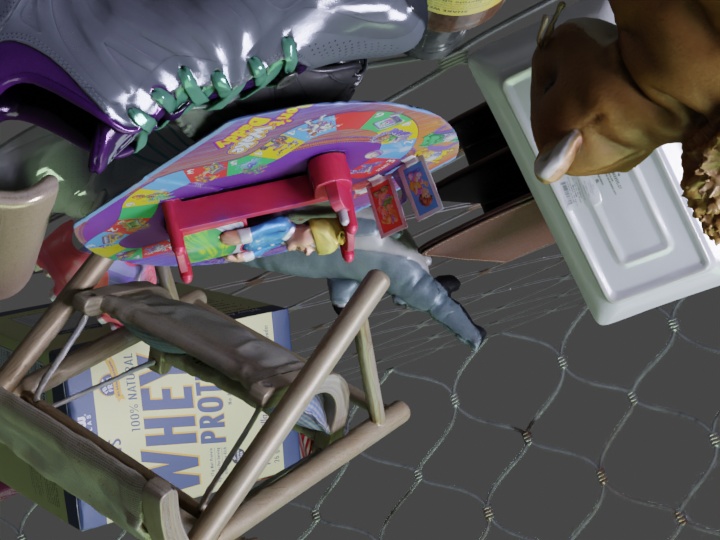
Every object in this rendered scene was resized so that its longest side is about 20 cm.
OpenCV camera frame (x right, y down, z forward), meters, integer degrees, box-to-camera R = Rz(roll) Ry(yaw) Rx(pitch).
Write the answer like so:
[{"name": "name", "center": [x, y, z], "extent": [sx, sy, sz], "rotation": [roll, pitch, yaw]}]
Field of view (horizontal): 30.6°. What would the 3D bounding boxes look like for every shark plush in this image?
[{"name": "shark plush", "center": [0.000, 0.000, 0.954], "extent": [0.084, 0.199, 0.091], "rotation": [-59, -179, -2]}]

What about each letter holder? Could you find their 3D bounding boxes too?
[{"name": "letter holder", "center": [0.135, -0.086, 0.912], "extent": [0.199, 0.101, 0.142], "rotation": [-24, 167, 33]}]

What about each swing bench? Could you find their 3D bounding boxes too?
[{"name": "swing bench", "center": [-0.110, 0.070, 0.789], "extent": [0.200, 0.198, 0.130], "rotation": [-43, 142, -30]}]

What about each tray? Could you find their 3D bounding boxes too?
[{"name": "tray", "center": [0.152, -0.062, 0.806], "extent": [0.107, 0.201, 0.022], "rotation": [-22, -164, 26]}]

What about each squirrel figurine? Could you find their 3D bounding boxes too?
[{"name": "squirrel figurine", "center": [0.175, -0.088, 0.652], "extent": [0.187, 0.200, 0.141], "rotation": [-39, 167, 33]}]

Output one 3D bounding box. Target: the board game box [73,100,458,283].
[{"name": "board game box", "center": [-0.044, -0.023, 0.663], "extent": [0.200, 0.039, 0.158], "rotation": [-28, 160, 37]}]

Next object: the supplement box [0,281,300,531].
[{"name": "supplement box", "center": [-0.187, 0.099, 1.071], "extent": [0.199, 0.135, 0.199], "rotation": [-12, -167, -34]}]

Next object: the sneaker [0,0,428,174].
[{"name": "sneaker", "center": [-0.070, -0.075, 0.503], "extent": [0.199, 0.088, 0.074], "rotation": [0, 165, -13]}]

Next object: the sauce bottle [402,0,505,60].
[{"name": "sauce bottle", "center": [0.039, -0.136, 0.540], "extent": [0.064, 0.065, 0.200], "rotation": [-16, 171, -9]}]

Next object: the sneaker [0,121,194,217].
[{"name": "sneaker", "center": [-0.114, -0.049, 0.724], "extent": [0.199, 0.081, 0.070], "rotation": [-12, 171, -26]}]

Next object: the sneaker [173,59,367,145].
[{"name": "sneaker", "center": [-0.032, -0.093, 0.651], "extent": [0.090, 0.076, 0.200], "rotation": [-26, 171, 11]}]

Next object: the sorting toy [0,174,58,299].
[{"name": "sorting toy", "center": [-0.261, -0.021, 0.664], "extent": [0.199, 0.037, 0.185], "rotation": [-1, 166, -19]}]

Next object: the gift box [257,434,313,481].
[{"name": "gift box", "center": [-0.166, 0.266, 2.131], "extent": [0.186, 0.185, 0.200], "rotation": [-15, 177, -4]}]

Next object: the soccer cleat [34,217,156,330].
[{"name": "soccer cleat", "center": [-0.171, -0.003, 0.944], "extent": [0.076, 0.067, 0.200], "rotation": [-32, 171, 3]}]

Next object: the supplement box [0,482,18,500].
[{"name": "supplement box", "center": [-0.396, 0.195, 1.514], "extent": [0.199, 0.111, 0.086], "rotation": [-23, 170, 32]}]
